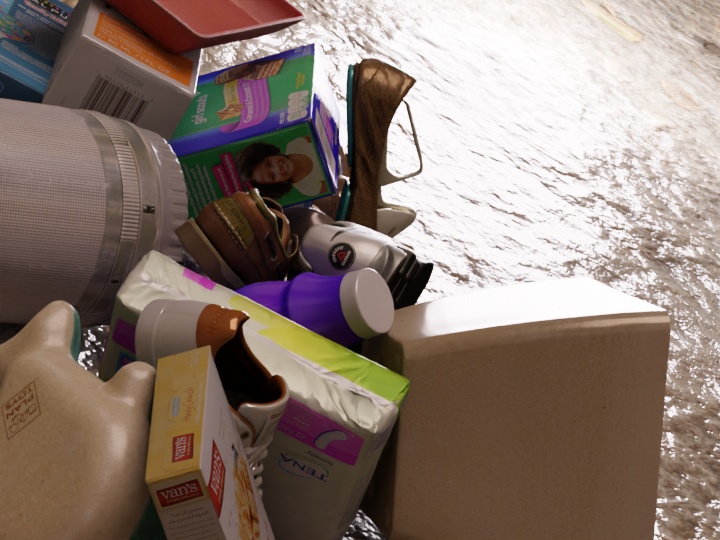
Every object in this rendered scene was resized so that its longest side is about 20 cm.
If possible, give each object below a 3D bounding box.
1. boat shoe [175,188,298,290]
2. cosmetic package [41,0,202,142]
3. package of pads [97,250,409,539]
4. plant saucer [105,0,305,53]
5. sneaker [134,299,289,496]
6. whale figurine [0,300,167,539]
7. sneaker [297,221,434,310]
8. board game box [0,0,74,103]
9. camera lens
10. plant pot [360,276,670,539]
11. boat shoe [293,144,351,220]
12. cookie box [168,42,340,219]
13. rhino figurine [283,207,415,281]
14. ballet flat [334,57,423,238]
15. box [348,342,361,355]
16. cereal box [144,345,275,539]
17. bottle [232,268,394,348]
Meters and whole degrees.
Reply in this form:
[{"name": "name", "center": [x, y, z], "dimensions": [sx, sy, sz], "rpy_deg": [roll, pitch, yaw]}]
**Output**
[{"name": "boat shoe", "center": [-0.075, -0.013, 1.696], "dimensions": [0.072, 0.068, 0.200], "rpy_deg": [52, 1, 8]}, {"name": "cosmetic package", "center": [-0.183, -0.171, 1.841], "dimensions": [0.101, 0.071, 0.200], "rpy_deg": [28, 22, -14]}, {"name": "package of pads", "center": [-0.081, 0.095, 1.557], "dimensions": [0.200, 0.155, 0.068], "rpy_deg": [27, 46, 7]}, {"name": "plant saucer", "center": [-0.166, -0.241, 1.865], "dimensions": [0.200, 0.037, 0.200], "rpy_deg": [39, 22, 12]}, {"name": "sneaker", "center": [-0.082, 0.113, 1.470], "dimensions": [0.084, 0.201, 0.073], "rpy_deg": [1, 29, 26]}, {"name": "whale figurine", "center": [-0.176, 0.115, 1.446], "dimensions": [0.104, 0.159, 0.200], "rpy_deg": [37, 20, -43]}, {"name": "sneaker", "center": [0.000, 0.000, 1.741], "dimensions": [0.088, 0.074, 0.200], "rpy_deg": [29, -8, 12]}, {"name": "board game box", "center": [-0.270, -0.170, 1.878], "dimensions": [0.151, 0.047, 0.200], "rpy_deg": [29, 22, -11]}, {"name": "camera lens", "center": [-0.245, -0.041, 1.663], "dimensions": [0.200, 0.160, 0.160], "rpy_deg": [5, 31, -39]}, {"name": "plant pot", "center": [0.095, 0.112, 1.620], "dimensions": [0.176, 0.201, 0.200], "rpy_deg": [2, 7, -12]}, {"name": "boat shoe", "center": [-0.035, -0.072, 2.061], "dimensions": [0.072, 0.072, 0.200], "rpy_deg": [26, 33, -10]}, {"name": "cookie box", "center": [-0.122, -0.099, 1.882], "dimensions": [0.199, 0.075, 0.171], "rpy_deg": [-16, 25, 8]}, {"name": "rhino figurine", "center": [-0.041, -0.008, 1.886], "dimensions": [0.199, 0.088, 0.060], "rpy_deg": [19, 24, -15]}, {"name": "ballet flat", "center": [0.015, -0.077, 1.936], "dimensions": [0.072, 0.201, 0.068], "rpy_deg": [6, 12, -3]}, {"name": "box", "center": [-0.010, 0.085, 1.783], "dimensions": [0.193, 0.048, 0.200], "rpy_deg": [13, 27, -20]}, {"name": "cereal box", "center": [-0.080, 0.165, 1.386], "dimensions": [0.039, 0.200, 0.144], "rpy_deg": [-14, 27, 5]}, {"name": "bottle", "center": [-0.071, 0.045, 1.626], "dimensions": [0.083, 0.200, 0.065], "rpy_deg": [19, 59, -52]}]
